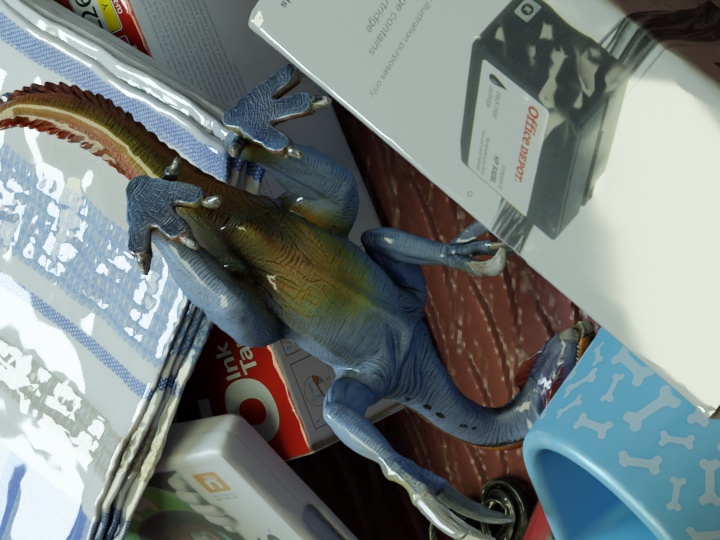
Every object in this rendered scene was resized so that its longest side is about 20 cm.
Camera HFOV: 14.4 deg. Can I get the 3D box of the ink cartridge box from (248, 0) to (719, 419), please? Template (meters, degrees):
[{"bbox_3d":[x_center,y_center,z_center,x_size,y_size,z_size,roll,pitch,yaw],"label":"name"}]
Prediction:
[{"bbox_3d":[0.088,-0.050,0.885,0.200,0.145,0.084,42,112,23],"label":"ink cartridge box"}]

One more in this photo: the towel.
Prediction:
[{"bbox_3d":[-0.116,0.007,1.041,0.147,0.024,0.201,33,113,31],"label":"towel"}]

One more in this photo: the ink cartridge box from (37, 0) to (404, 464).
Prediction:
[{"bbox_3d":[-0.085,-0.015,1.112,0.175,0.084,0.201,-22,92,46],"label":"ink cartridge box"}]

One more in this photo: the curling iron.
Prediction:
[{"bbox_3d":[0.075,0.052,1.029,0.050,0.026,0.200,42,130,19],"label":"curling iron"}]

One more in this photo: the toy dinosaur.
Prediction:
[{"bbox_3d":[0.000,0.000,0.965,0.200,0.182,0.105,35,83,38],"label":"toy dinosaur"}]

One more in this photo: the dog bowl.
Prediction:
[{"bbox_3d":[0.111,0.099,0.929,0.111,0.050,0.200,38,161,39],"label":"dog bowl"}]

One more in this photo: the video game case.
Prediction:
[{"bbox_3d":[-0.070,0.131,1.122,0.199,0.023,0.182,-12,131,40],"label":"video game case"}]
